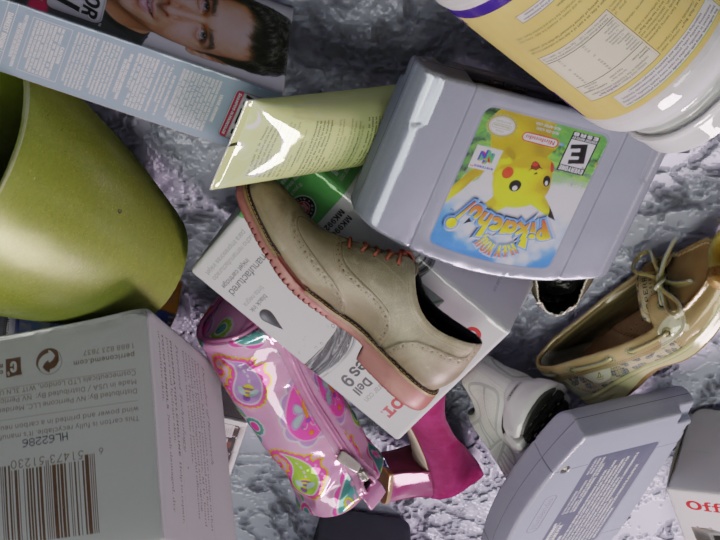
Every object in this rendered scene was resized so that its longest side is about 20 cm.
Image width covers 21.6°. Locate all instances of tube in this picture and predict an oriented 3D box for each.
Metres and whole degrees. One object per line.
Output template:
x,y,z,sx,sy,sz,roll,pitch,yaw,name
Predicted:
-0.007,-0.095,1.255,0.052,0.199,0.059,7,105,52,tube

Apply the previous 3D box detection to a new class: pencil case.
-0.051,0.102,1.476,0.087,0.088,0.201,-18,118,21,pencil case

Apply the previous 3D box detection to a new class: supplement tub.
0.151,-0.177,1.169,0.199,0.146,0.145,34,127,-26,supplement tub

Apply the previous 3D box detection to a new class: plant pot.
-0.221,-0.041,1.326,0.186,0.188,0.199,-30,141,29,plant pot

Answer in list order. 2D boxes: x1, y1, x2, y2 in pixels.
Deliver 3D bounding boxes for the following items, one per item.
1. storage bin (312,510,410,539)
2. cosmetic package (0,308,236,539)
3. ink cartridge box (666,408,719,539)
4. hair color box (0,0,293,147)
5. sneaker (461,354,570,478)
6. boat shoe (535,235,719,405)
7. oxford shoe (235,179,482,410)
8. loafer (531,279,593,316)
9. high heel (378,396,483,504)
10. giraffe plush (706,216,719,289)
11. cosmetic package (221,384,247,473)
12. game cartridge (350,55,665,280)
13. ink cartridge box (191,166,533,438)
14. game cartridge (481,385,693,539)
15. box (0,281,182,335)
-0.003,0.311,1.663,0.144,0.135,0.201,10,135,-6,storage bin
-0.198,0.141,1.385,0.166,0.168,0.200,-9,164,8,cosmetic package
0.346,0.214,1.552,0.146,0.083,0.201,2,138,30,ink cartridge box
-0.148,-0.156,1.243,0.198,0.099,0.061,18,131,-13,hair color box
0.132,0.132,1.533,0.081,0.075,0.201,30,158,29,sneaker
0.212,0.036,1.422,0.062,0.074,0.200,24,132,-22,boat shoe
0.000,0.000,1.273,0.075,0.071,0.200,-40,105,19,oxford shoe
0.162,-0.044,1.349,0.074,0.070,0.201,6,134,-2,loafer
0.069,0.108,1.523,0.095,0.067,0.201,-10,126,-21,high heel
0.324,-0.071,1.280,0.199,0.172,0.163,20,133,34,giraffe plush
-0.153,0.167,1.592,0.082,0.051,0.201,13,134,-7,cosmetic package
0.100,-0.061,1.265,0.198,0.041,0.134,11,121,-23,game cartridge
0.004,0.002,1.357,0.200,0.084,0.146,39,127,-6,ink cartridge box
0.171,0.170,1.492,0.132,0.042,0.201,-6,141,-27,game cartridge
-0.251,0.030,1.474,0.198,0.042,0.119,16,134,-14,box
